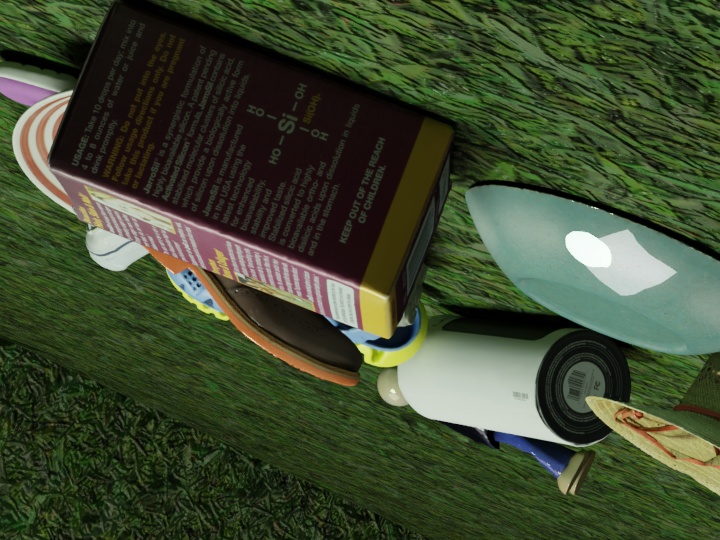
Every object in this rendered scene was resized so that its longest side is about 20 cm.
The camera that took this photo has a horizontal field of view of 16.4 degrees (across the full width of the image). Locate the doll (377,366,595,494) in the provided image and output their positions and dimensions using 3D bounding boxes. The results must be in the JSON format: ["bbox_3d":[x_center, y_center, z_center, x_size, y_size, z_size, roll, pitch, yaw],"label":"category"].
[{"bbox_3d":[0.105,0.130,2.181,0.199,0.049,0.136,27,-179,15],"label":"doll"}]

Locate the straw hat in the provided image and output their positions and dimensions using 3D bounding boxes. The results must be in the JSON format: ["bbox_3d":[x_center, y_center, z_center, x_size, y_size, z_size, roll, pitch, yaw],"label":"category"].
[{"bbox_3d":[0.244,0.092,1.530,0.200,0.085,0.201,30,171,5],"label":"straw hat"}]

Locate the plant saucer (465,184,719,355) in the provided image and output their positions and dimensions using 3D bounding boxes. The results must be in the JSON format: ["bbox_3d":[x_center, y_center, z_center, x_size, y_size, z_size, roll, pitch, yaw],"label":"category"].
[{"bbox_3d":[0.146,0.009,1.437,0.200,0.039,0.201,22,170,4],"label":"plant saucer"}]

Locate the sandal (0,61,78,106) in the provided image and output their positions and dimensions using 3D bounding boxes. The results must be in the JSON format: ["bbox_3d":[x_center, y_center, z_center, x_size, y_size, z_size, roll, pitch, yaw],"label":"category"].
[{"bbox_3d":[-0.152,-0.081,1.593,0.201,0.050,0.082,22,170,8],"label":"sandal"}]

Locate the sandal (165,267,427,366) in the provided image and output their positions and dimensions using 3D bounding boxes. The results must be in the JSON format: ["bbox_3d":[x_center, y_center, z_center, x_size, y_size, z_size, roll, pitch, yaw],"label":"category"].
[{"bbox_3d":[-0.042,0.006,1.776,0.198,0.080,0.087,15,168,-4],"label":"sandal"}]

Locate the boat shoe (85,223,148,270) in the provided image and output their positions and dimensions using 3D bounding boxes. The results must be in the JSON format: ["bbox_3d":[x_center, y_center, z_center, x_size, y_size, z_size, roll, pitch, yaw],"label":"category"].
[{"bbox_3d":[-0.160,-0.051,1.776,0.067,0.074,0.200,44,157,-16],"label":"boat shoe"}]

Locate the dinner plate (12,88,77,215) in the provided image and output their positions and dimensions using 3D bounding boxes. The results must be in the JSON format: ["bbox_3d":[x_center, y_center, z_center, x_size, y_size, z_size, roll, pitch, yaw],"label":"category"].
[{"bbox_3d":[-0.114,-0.066,1.534,0.198,0.024,0.201,9,152,5],"label":"dinner plate"}]

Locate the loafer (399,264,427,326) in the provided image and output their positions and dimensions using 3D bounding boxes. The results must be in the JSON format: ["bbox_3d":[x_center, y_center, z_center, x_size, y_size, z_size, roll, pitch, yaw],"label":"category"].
[{"bbox_3d":[0.000,0.000,1.634,0.069,0.071,0.200,12,170,7],"label":"loafer"}]

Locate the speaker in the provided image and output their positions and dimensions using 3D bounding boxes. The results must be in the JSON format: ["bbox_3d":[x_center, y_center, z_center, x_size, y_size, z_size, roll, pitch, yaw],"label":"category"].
[{"bbox_3d":[0.106,0.076,1.781,0.081,0.082,0.200,27,170,-25],"label":"speaker"}]

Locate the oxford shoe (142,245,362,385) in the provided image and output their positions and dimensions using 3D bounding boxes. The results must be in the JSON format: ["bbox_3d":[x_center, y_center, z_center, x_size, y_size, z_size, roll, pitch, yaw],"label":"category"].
[{"bbox_3d":[-0.067,-0.001,1.660,0.200,0.073,0.071,40,-174,-9],"label":"oxford shoe"}]

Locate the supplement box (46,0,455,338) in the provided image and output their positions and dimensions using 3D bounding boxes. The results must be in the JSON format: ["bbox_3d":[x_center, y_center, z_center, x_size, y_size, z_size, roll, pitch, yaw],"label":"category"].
[{"bbox_3d":[-0.056,-0.052,1.366,0.199,0.104,0.131,21,171,4],"label":"supplement box"}]
